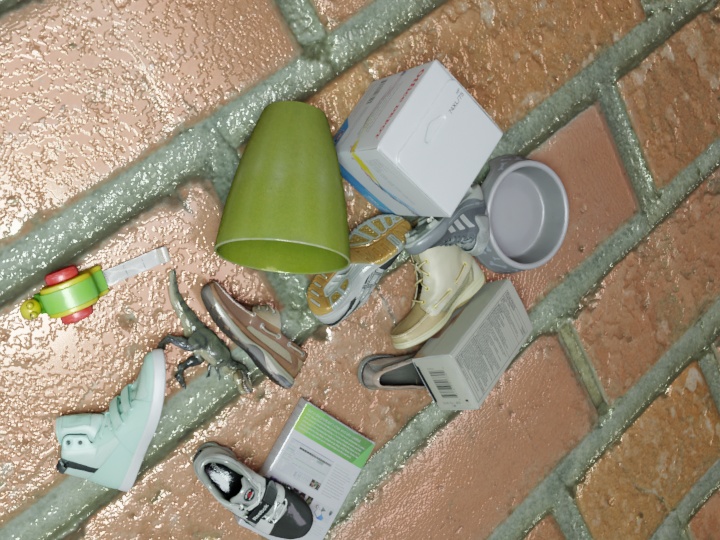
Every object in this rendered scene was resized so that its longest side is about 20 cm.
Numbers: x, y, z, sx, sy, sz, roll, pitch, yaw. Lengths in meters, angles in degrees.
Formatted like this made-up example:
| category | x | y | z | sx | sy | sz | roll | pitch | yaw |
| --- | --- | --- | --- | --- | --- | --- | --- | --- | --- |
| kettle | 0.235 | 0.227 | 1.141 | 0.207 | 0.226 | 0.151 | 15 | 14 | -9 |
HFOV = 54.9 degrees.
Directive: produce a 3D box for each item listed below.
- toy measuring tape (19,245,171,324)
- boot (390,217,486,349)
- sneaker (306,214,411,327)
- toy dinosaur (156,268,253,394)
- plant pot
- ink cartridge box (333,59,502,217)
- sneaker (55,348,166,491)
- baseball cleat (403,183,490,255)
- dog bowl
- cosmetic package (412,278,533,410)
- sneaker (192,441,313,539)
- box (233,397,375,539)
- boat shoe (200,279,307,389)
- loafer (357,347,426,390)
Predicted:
| category | x | y | z | sx | sy | sz | roll | pitch | yaw |
| --- | --- | --- | --- | --- | --- | --- | --- | --- | --- |
| toy measuring tape | -0.335 | 0.016 | 0.887 | 0.196 | 0.073 | 0.075 | -24 | 104 | -21 |
| boot | 0.095 | 0.009 | 1.086 | 0.199 | 0.072 | 0.157 | -39 | 110 | -19 |
| sneaker | 0.000 | 0.000 | 1.043 | 0.199 | 0.075 | 0.088 | -42 | 152 | -12 |
| toy dinosaur | -0.232 | 0.106 | 0.961 | 0.088 | 0.047 | 0.202 | -40 | 105 | -20 |
| plant pot | -0.097 | -0.115 | 0.943 | 0.183 | 0.186 | 0.206 | 10 | 76 | -25 |
| ink cartridge box | 0.068 | -0.179 | 0.985 | 0.145 | 0.199 | 0.148 | 39 | 80 | -23 |
| sneaker | -0.324 | 0.187 | 0.891 | 0.116 | 0.074 | 0.205 | 18 | 102 | -24 |
| baseball cleat | 0.142 | -0.056 | 1.032 | 0.199 | 0.069 | 0.108 | -41 | 108 | -38 |
| dog bowl | 0.268 | -0.094 | 1.166 | 0.195 | 0.058 | 0.206 | -3 | 97 | -26 |
| cosmetic package | 0.180 | 0.115 | 1.092 | 0.200 | 0.086 | 0.105 | -42 | 108 | -38 |
| sneaker | -0.151 | 0.318 | 0.962 | 0.197 | 0.088 | 0.075 | 33 | 80 | -7 |
| box | -0.082 | 0.317 | 1.055 | 0.143 | 0.036 | 0.203 | 35 | 81 | -24 |
| boat shoe | -0.148 | 0.081 | 0.984 | 0.072 | 0.075 | 0.201 | -47 | 121 | -17 |
| loafer | 0.093 | 0.162 | 1.105 | 0.195 | 0.063 | 0.074 | -4 | 98 | -25 |
